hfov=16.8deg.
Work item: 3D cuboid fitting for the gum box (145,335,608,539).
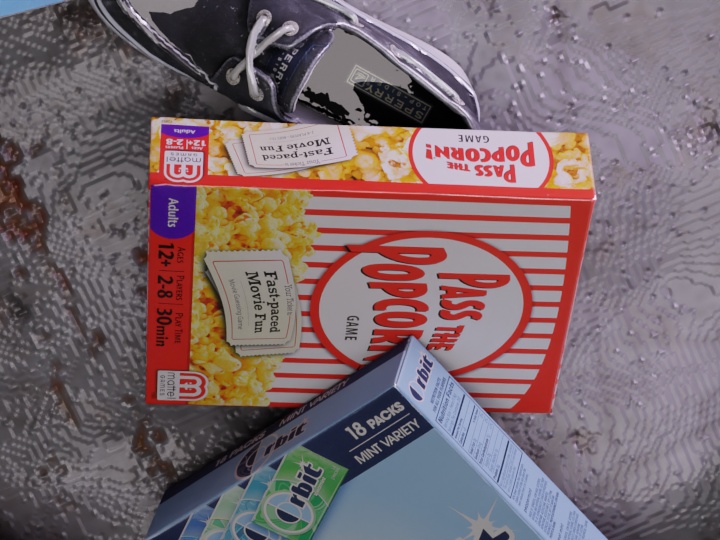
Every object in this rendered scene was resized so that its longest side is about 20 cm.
[{"bbox_3d":[0.025,0.149,1.189,0.170,0.045,0.200,-33,110,30],"label":"gum box"}]

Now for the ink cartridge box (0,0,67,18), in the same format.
[{"bbox_3d":[-0.143,-0.221,1.013,0.146,0.147,0.200,-14,109,-1],"label":"ink cartridge box"}]

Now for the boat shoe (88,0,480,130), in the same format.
[{"bbox_3d":[-0.034,-0.099,1.123,0.200,0.068,0.072,27,104,-12],"label":"boat shoe"}]

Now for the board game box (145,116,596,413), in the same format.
[{"bbox_3d":[0.000,0.000,1.137,0.200,0.046,0.152,1,137,-4],"label":"board game box"}]
